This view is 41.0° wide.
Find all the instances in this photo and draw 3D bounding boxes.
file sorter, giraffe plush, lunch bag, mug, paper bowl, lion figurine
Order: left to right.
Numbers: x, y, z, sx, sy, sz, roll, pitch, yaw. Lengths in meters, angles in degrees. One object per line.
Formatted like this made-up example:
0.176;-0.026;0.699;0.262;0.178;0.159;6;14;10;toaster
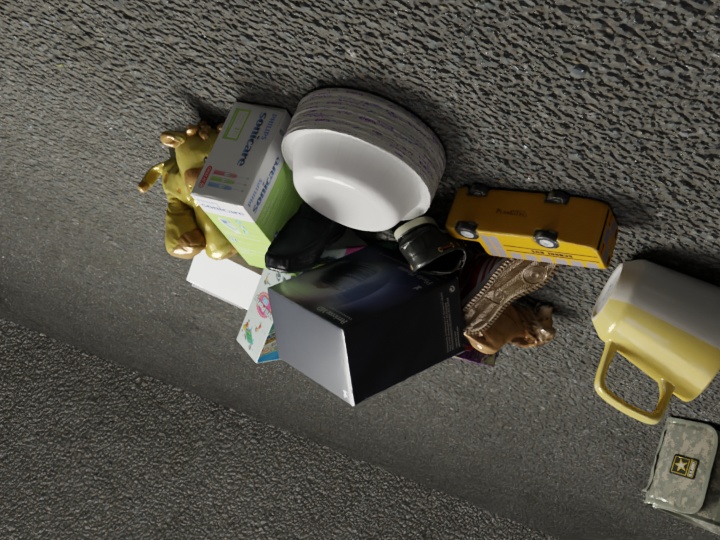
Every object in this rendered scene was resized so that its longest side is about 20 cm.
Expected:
-0.213;-0.133;1.353;0.201;0.172;0.162;55;151;10;giraffe plush
-0.188;-0.033;1.570;0.138;0.125;0.200;25;160;-7;file sorter
-0.003;-0.124;1.179;0.199;0.105;0.201;21;161;7;paper bowl
0.204;0.087;1.441;0.123;0.199;0.073;45;134;21;lion figurine
0.372;0.073;1.203;0.152;0.187;0.150;29;134;5;mug
0.612;0.367;1.699;0.198;0.165;0.118;20;166;4;lunch bag

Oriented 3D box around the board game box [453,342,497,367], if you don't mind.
0.101;0.114;1.514;0.199;0.033;0.120;9;169;39;board game box

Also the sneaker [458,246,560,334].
0.201;-0.009;1.336;0.071;0.113;0.200;31;128;-20;sneaker

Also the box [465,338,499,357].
0.141;0.103;1.630;0.135;0.038;0.200;10;172;31;box

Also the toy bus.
0.209;-0.054;1.191;0.198;0.066;0.078;8;158;32;toy bus

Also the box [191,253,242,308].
-0.247;0.003;1.818;0.116;0.061;0.200;25;160;-7;box

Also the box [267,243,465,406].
0.007;0.067;1.340;0.199;0.197;0.124;23;130;51;box

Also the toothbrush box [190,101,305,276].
-0.125;-0.105;1.290;0.085;0.147;0.200;13;159;23;toothbrush box

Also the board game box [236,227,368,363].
-0.088;0.035;1.463;0.147;0.201;0.064;-6;-141;-45;board game box

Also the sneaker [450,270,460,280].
0.125;0.005;1.440;0.087;0.075;0.201;-4;148;7;sneaker

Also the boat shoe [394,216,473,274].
0.106;-0.022;1.280;0.073;0.064;0.201;-31;164;18;boat shoe

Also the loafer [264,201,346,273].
-0.070;-0.054;1.252;0.067;0.201;0.071;11;116;18;loafer

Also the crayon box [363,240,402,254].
0.000;0.000;1.566;0.198;0.052;0.126;6;155;37;crayon box
